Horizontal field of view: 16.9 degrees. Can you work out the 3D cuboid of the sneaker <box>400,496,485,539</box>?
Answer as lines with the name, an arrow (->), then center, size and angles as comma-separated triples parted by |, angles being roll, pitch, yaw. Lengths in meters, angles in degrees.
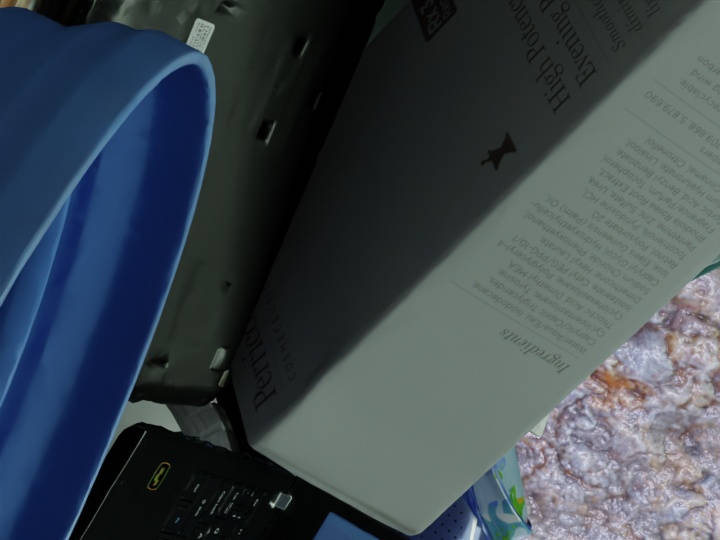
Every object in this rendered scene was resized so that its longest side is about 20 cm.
sneaker -> -0.026, 0.150, 0.856 | 0.200, 0.080, 0.115 | -51, 173, -12

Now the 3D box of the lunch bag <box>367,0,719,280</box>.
lunch bag -> 0.110, -0.063, 0.854 | 0.161, 0.199, 0.077 | 52, 24, -44

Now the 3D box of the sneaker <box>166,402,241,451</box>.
sneaker -> -0.100, 0.080, 0.990 | 0.200, 0.090, 0.079 | -148, -144, -75

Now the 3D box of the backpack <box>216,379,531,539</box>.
backpack -> -0.003, 0.043, 1.012 | 0.163, 0.153, 0.201 | -157, -112, -82

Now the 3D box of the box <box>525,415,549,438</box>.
box -> 0.000, 0.000, 0.892 | 0.039, 0.200, 0.042 | -3, -121, 48

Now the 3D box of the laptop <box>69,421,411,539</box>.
laptop -> -0.036, 0.152, 0.682 | 0.178, 0.103, 0.200 | -60, 161, -1

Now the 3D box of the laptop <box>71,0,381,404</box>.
laptop -> -0.056, -0.065, 0.643 | 0.200, 0.103, 0.178 | 11, 102, -64

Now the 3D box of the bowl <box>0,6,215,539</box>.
bowl -> -0.086, 0.044, 0.445 | 0.201, 0.039, 0.202 | 25, 90, -86

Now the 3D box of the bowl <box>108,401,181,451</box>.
bowl -> -0.114, 0.132, 0.781 | 0.200, 0.074, 0.201 | -63, 175, -76

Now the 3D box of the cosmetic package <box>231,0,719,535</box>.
cosmetic package -> 0.046, -0.032, 0.674 | 0.200, 0.074, 0.102 | -45, -144, 20
